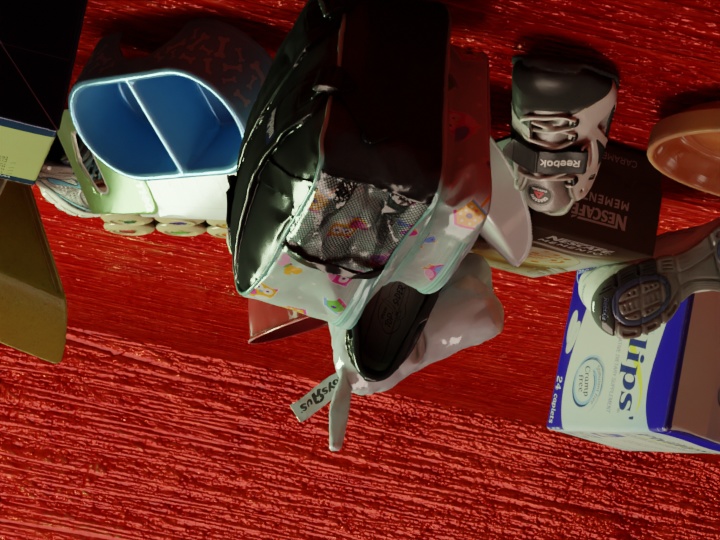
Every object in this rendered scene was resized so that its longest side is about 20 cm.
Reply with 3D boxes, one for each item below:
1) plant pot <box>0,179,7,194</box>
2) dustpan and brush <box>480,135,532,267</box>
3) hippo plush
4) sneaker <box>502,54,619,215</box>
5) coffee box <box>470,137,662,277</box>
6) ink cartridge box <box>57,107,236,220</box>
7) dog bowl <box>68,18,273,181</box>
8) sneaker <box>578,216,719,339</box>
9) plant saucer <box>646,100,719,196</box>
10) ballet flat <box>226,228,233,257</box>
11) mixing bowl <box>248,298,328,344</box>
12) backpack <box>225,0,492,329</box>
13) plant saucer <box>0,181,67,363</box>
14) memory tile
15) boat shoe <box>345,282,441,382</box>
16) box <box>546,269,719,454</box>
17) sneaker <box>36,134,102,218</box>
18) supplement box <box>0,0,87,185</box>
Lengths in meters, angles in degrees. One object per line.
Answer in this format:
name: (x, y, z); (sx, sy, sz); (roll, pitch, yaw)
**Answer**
plant pot: (-0.374, -0.123, 1.392); (0.182, 0.202, 0.201); (22, 171, 3)
dustpan and brush: (0.075, -0.095, 1.310); (0.140, 0.057, 0.200); (47, 177, 23)
hippo plush: (0.000, 0.000, 1.406); (0.159, 0.199, 0.162); (33, 152, 61)
sneaker: (0.138, -0.088, 1.246); (0.073, 0.090, 0.200); (10, 169, 14)
coffee box: (0.144, -0.051, 1.459); (0.113, 0.081, 0.200); (13, 170, -20)
ink cartridge box: (-0.144, -0.099, 1.432); (0.198, 0.059, 0.105); (3, 128, 35)
dog bowl: (-0.136, -0.118, 1.314); (0.199, 0.050, 0.112); (-2, 128, 42)
sneaker: (0.267, -0.011, 1.472); (0.198, 0.075, 0.087); (-16, -161, -11)
plant saucer: (0.301, -0.081, 1.261); (0.198, 0.033, 0.200); (10, 171, 2)
ballet flat: (-0.022, -0.049, 1.478); (0.198, 0.076, 0.064); (-17, -163, -18)
mixing bowl: (-0.026, -0.011, 1.706); (0.198, 0.110, 0.200); (-17, 176, -1)
backpack: (-0.004, -0.063, 1.150); (0.152, 0.177, 0.200); (18, 139, -23)
plant saucer: (-0.331, -0.036, 1.545); (0.048, 0.201, 0.199); (-35, 146, 19)
memory tile: (-0.166, -0.054, 1.645); (0.151, 0.017, 0.200); (2, 170, -3)
boat shoe: (0.029, -0.011, 1.265); (0.074, 0.201, 0.066); (20, -158, -2)
box: (0.285, 0.074, 1.711); (0.104, 0.186, 0.199); (17, 168, -26)
sneaker: (-0.267, -0.101, 1.660); (0.199, 0.079, 0.086); (20, 164, -41)
supplement box: (-0.288, -0.157, 1.184); (0.198, 0.136, 0.200); (13, 170, -13)
